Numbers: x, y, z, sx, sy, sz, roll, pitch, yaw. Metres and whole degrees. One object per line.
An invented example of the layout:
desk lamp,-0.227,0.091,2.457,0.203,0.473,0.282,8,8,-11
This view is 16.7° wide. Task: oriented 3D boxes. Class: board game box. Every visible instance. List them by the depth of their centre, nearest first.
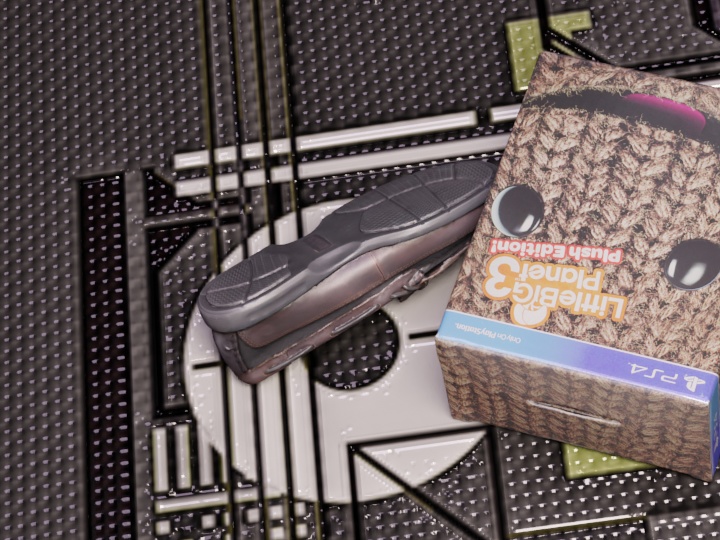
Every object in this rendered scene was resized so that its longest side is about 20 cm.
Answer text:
board game box,0.150,-0.005,1.402,0.158,0.097,0.201,12,62,16

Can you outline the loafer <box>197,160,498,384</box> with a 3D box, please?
loafer,0.000,0.000,1.456,0.199,0.063,0.072,-26,29,-11
